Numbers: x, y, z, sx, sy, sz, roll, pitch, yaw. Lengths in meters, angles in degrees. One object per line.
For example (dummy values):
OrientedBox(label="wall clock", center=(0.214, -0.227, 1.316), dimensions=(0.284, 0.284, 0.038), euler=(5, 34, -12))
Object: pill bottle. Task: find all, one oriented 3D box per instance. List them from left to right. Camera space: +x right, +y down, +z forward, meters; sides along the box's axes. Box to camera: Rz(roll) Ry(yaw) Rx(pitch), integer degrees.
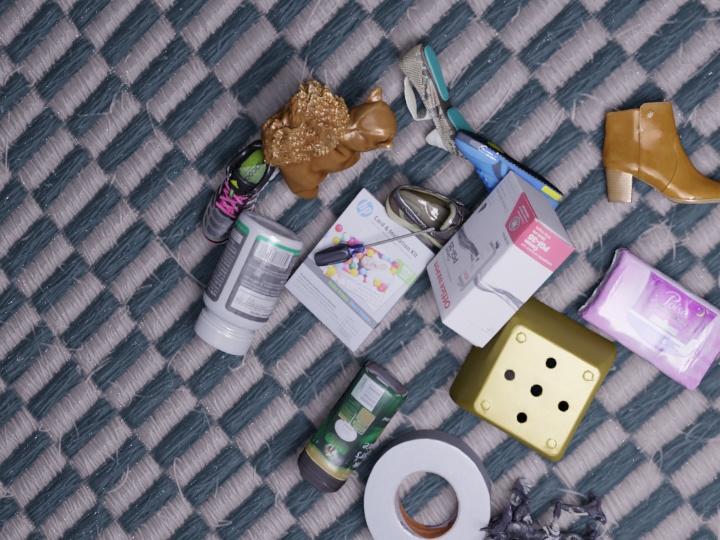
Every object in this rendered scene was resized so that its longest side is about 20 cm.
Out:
OrientedBox(label="pill bottle", center=(-0.178, 0.021, 1.341), dimensions=(0.111, 0.113, 0.203), euler=(28, 99, 7))

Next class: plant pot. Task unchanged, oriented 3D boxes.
OrientedBox(label="plant pot", center=(0.252, 0.158, 1.243), dimensions=(0.197, 0.176, 0.203), euler=(29, 96, 7))

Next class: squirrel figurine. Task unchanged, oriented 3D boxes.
OrientedBox(label="squirrel figurine", center=(-0.043, -0.202, 1.268), dimensions=(0.182, 0.199, 0.145), euler=(-9, 83, 22))

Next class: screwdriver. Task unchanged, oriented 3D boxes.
OrientedBox(label="screwdriver", center=(0.021, -0.036, 1.302), dimensions=(0.195, 0.028, 0.029), euler=(-11, 135, 15))

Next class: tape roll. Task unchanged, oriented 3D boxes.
OrientedBox(label="tape roll", center=(0.105, 0.355, 1.330), dimensions=(0.195, 0.066, 0.206), euler=(0, 91, 10))

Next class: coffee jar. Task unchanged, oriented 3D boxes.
OrientedBox(label="coffee jar", center=(-0.014, 0.245, 1.327), dimensions=(0.085, 0.104, 0.202), euler=(37, 98, 9))

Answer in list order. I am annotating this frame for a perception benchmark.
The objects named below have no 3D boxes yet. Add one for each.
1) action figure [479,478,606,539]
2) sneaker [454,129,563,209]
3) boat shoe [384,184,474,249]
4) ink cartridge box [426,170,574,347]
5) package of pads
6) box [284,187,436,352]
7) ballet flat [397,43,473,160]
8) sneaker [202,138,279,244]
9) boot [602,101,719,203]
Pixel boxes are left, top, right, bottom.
OrientedBox(label="action figure", center=(0.261, 0.385, 1.287), dimensions=(0.195, 0.102, 0.122), euler=(0, 98, -9))
OrientedBox(label="sneaker", center=(0.208, -0.132, 1.269), dimensions=(0.198, 0.066, 0.079), euler=(31, 111, -20))
OrientedBox(label="boat shoe", center=(0.131, -0.072, 1.296), dimensions=(0.196, 0.065, 0.075), euler=(20, 79, -4))
OrientedBox(label="ink cartridge box", center=(0.192, -0.015, 1.216), dimensions=(0.082, 0.148, 0.201), euler=(30, 115, -24))
OrientedBox(label="package of pads", center=(0.433, 0.069, 1.260), dimensions=(0.198, 0.076, 0.122), euler=(34, 98, 7))
OrientedBox(label="box", center=(0.000, 0.000, 1.349), dimensions=(0.156, 0.041, 0.201), euler=(42, 97, 6))
OrientedBox(label="ballet flat", center=(0.117, -0.243, 1.311), dimensions=(0.074, 0.068, 0.203), euler=(-27, 93, 29))
OrientedBox(label="sneaker", center=(-0.192, -0.130, 1.353), dimensions=(0.073, 0.087, 0.201), euler=(38, 98, 6))
OrientedBox(label="boot", center=(0.455, -0.171, 1.250), dimensions=(0.196, 0.071, 0.148), euler=(2, 95, 15))
